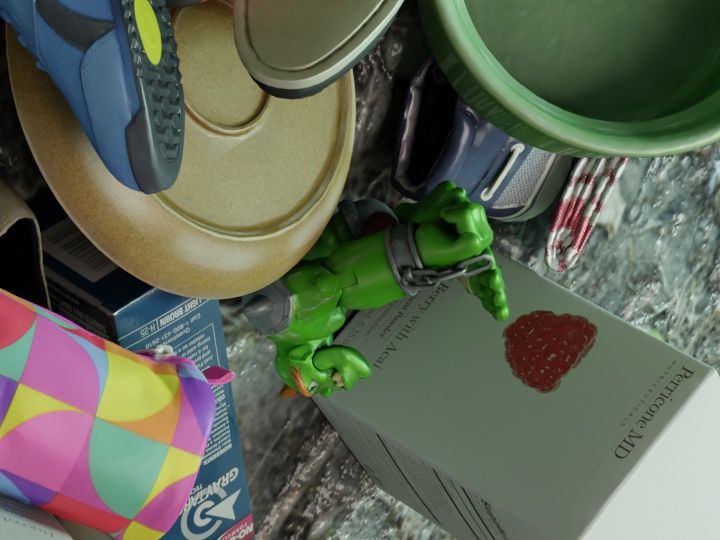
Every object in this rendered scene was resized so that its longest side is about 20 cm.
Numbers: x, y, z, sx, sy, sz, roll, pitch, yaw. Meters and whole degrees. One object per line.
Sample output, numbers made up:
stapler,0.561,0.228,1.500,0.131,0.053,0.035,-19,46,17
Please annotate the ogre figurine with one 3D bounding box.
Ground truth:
ogre figurine,0.000,0.000,1.270,0.119,0.200,0.099,-18,110,-2

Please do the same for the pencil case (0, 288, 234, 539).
pencil case,-0.155,0.044,1.086,0.199,0.088,0.089,23,96,-24

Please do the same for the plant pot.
plant pot,-0.068,-0.089,1.154,0.199,0.027,0.201,14,70,-43

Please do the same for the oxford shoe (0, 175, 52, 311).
oxford shoe,-0.173,0.047,1.167,0.070,0.075,0.201,-26,130,-36

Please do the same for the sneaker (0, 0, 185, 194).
sneaker,-0.127,-0.123,1.065,0.066,0.078,0.201,-40,113,-78

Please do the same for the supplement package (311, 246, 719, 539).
supplement package,0.092,0.084,1.381,0.121,0.200,0.120,-49,140,-14

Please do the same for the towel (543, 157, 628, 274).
towel,0.143,-0.092,1.415,0.201,0.030,0.146,-63,177,4

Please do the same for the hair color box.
hair color box,-0.109,0.067,1.230,0.060,0.100,0.201,-32,133,-30

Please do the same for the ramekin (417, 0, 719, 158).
ramekin,0.120,-0.148,1.277,0.200,0.200,0.098,-53,-176,-9

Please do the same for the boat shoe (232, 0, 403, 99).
boat shoe,-0.008,-0.136,1.164,0.066,0.074,0.200,93,8,-50

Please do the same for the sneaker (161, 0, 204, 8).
sneaker,-0.041,-0.195,1.138,0.087,0.073,0.201,49,55,-63

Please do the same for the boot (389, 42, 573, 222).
boot,0.083,-0.122,1.345,0.090,0.073,0.201,6,104,-47

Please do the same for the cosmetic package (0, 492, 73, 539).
cosmetic package,-0.214,0.158,1.057,0.166,0.200,0.168,22,96,-30
